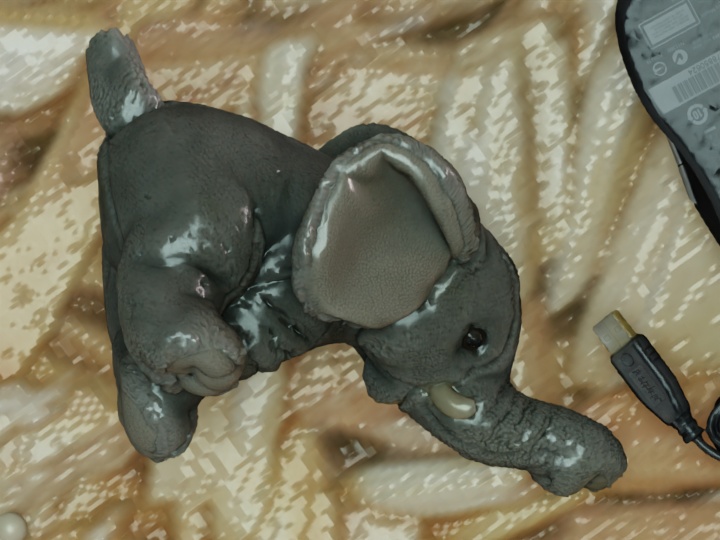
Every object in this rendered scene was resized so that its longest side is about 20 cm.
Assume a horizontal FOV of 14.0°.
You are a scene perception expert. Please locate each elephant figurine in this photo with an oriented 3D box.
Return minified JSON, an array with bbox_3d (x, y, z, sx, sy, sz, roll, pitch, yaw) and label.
[{"bbox_3d":[0.000,0.000,1.153,0.198,0.156,0.142,-6,45,-7],"label":"elephant figurine"}]

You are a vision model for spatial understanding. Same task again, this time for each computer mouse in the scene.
[{"bbox_3d":[0.144,-0.024,1.177,0.140,0.046,0.201,-34,92,6],"label":"computer mouse"}]

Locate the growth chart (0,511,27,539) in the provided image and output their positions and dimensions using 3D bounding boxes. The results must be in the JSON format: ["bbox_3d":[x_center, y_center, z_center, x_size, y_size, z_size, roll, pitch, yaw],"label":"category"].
[{"bbox_3d":[-0.238,0.096,1.203,0.200,0.018,0.145,43,91,3],"label":"growth chart"}]
